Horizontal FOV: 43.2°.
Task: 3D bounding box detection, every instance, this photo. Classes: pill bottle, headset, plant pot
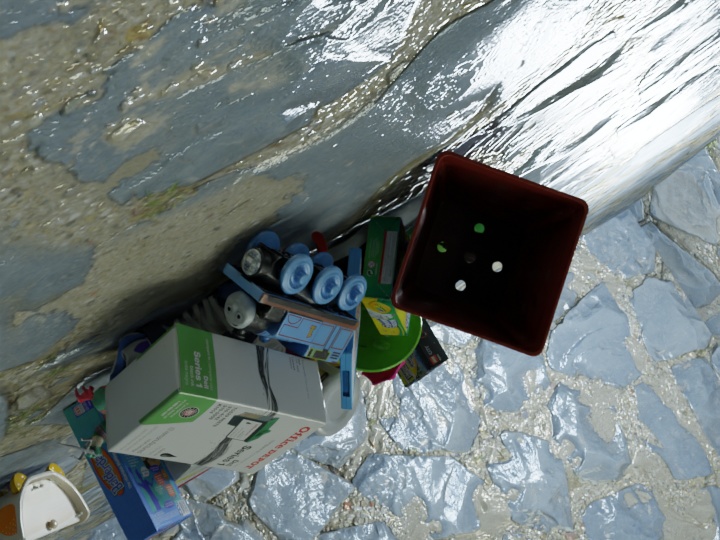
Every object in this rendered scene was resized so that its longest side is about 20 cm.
[{"bbox_3d":[-0.104,0.175,1.455,0.111,0.199,0.114,-27,128,-40],"label":"pill bottle"},{"bbox_3d":[0.143,-0.066,1.311,0.197,0.125,0.094,-14,177,22],"label":"headset"},{"bbox_3d":[0.154,-0.020,1.191,0.176,0.197,0.203,169,-60,-88],"label":"plant pot"}]

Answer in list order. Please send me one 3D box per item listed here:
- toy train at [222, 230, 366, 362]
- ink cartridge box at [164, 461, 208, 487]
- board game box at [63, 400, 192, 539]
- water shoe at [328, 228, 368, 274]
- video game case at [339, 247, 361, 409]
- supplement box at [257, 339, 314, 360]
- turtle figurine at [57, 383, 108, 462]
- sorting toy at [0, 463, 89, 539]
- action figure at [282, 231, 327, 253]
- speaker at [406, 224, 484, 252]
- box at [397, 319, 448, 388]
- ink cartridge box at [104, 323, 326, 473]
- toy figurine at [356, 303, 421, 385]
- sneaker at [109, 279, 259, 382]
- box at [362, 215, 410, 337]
[{"bbox_3d":[-0.072,0.033,1.012,0.199,0.086,0.115,20,100,-55],"label":"toy train"},{"bbox_3d":[-0.274,0.240,1.406,0.144,0.146,0.200,-24,168,-41],"label":"ink cartridge box"},{"bbox_3d":[-0.317,0.268,1.251,0.045,0.202,0.152,-30,170,2],"label":"board game box"},{"bbox_3d":[0.000,0.000,1.280,0.071,0.079,0.200,-31,170,-6],"label":"water shoe"},{"bbox_3d":[-0.012,0.081,1.193,0.018,0.145,0.201,4,153,1],"label":"video game case"},{"bbox_3d":[-0.178,0.139,1.312,0.198,0.111,0.086,-27,169,-27],"label":"supplement box"},{"bbox_3d":[-0.271,0.175,1.134,0.148,0.102,0.199,-16,168,30],"label":"turtle figurine"},{"bbox_3d":[-0.565,0.396,1.439,0.178,0.108,0.200,-26,172,9],"label":"sorting toy"},{"bbox_3d":[-0.065,0.005,1.187,0.065,0.100,0.201,-27,147,-8],"label":"action figure"},{"bbox_3d":[0.101,-0.030,1.433,0.199,0.089,0.088,-37,169,26],"label":"speaker"},{"bbox_3d":[0.067,0.096,1.607,0.037,0.202,0.137,-25,169,-26],"label":"box"},{"bbox_3d":[-0.156,0.147,0.996,0.198,0.085,0.146,20,134,-39],"label":"ink cartridge box"},{"bbox_3d":[0.001,0.114,1.451,0.185,0.197,0.152,80,25,-64],"label":"toy figurine"},{"bbox_3d":[-0.200,0.080,1.040,0.199,0.081,0.146,-38,168,26],"label":"sneaker"},{"bbox_3d":[0.043,0.016,1.259,0.048,0.119,0.200,4,162,10],"label":"box"}]
